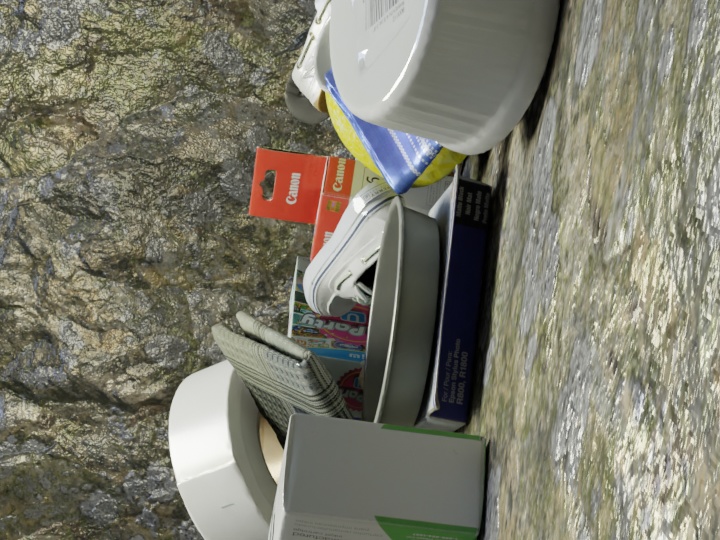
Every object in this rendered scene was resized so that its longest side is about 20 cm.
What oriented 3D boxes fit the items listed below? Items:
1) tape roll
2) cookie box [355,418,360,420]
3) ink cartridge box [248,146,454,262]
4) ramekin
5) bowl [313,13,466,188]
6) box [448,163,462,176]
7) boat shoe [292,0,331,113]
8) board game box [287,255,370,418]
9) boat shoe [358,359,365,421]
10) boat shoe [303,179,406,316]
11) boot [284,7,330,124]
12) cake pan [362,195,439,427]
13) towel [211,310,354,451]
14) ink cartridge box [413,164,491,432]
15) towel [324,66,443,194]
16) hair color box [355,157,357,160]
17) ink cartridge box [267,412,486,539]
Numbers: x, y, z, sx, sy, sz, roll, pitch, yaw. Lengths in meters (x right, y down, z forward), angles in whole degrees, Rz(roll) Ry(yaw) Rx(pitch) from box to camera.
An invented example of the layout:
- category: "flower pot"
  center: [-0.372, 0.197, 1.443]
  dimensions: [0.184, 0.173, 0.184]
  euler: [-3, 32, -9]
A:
- category: "tape roll"
  center: [-0.096, 0.180, 1.746]
  dimensions: [0.202, 0.070, 0.204]
  euler: [46, -147, -42]
- category: "cookie box"
  center: [-0.028, 0.183, 1.971]
  dimensions: [0.171, 0.075, 0.202]
  euler: [6, -87, -59]
- category: "ink cartridge box"
  center: [-0.006, -0.051, 1.733]
  dimensions: [0.109, 0.198, 0.051]
  euler: [102, 176, -54]
- category: "ramekin"
  center: [0.054, -0.192, 1.344]
  dimensions: [0.200, 0.097, 0.203]
  euler: [-30, 56, 59]
- category: "bowl"
  center: [0.024, -0.181, 1.607]
  dimensions: [0.199, 0.107, 0.202]
  euler: [-25, 58, 50]
- category: "box"
  center: [0.090, -0.162, 1.730]
  dimensions: [0.201, 0.038, 0.042]
  euler: [102, 175, -51]
- category: "boat shoe"
  center: [-0.012, -0.248, 1.714]
  dimensions: [0.071, 0.069, 0.201]
  euler: [1, -58, -53]
- category: "board game box"
  center: [0.001, 0.068, 1.790]
  dimensions: [0.201, 0.146, 0.065]
  euler: [-89, 10, -62]
- category: "boat shoe"
  center: [0.032, 0.095, 1.645]
  dimensions: [0.074, 0.068, 0.202]
  euler: [23, -110, -49]
- category: "boat shoe"
  center: [0.000, 0.000, 1.674]
  dimensions: [0.067, 0.073, 0.200]
  euler: [56, 154, 20]
- category: "boot"
  center: [0.003, -0.248, 1.823]
  dimensions: [0.201, 0.077, 0.138]
  euler: [-53, -5, 24]
- category: "cake pan"
  center: [0.033, 0.041, 1.513]
  dimensions: [0.200, 0.036, 0.203]
  euler: [-173, 90, -86]
- category: "towel"
  center: [-0.042, 0.130, 1.620]
  dimensions: [0.200, 0.034, 0.194]
  euler: [18, 141, 61]
- category: "ink cartridge box"
  center: [0.074, 0.032, 1.516]
  dimensions: [0.200, 0.040, 0.202]
  euler: [118, 159, -78]
- category: "towel"
  center: [0.052, -0.177, 1.467]
  dimensions: [0.201, 0.024, 0.145]
  euler: [-53, 50, 30]
- category: "hair color box"
  center: [0.035, -0.152, 1.812]
  dimensions: [0.200, 0.061, 0.103]
  euler: [129, 150, -82]
- category: "ink cartridge box"
  center: [0.006, 0.195, 1.384]
  dimensions: [0.201, 0.144, 0.085]
  euler: [102, 174, -57]
